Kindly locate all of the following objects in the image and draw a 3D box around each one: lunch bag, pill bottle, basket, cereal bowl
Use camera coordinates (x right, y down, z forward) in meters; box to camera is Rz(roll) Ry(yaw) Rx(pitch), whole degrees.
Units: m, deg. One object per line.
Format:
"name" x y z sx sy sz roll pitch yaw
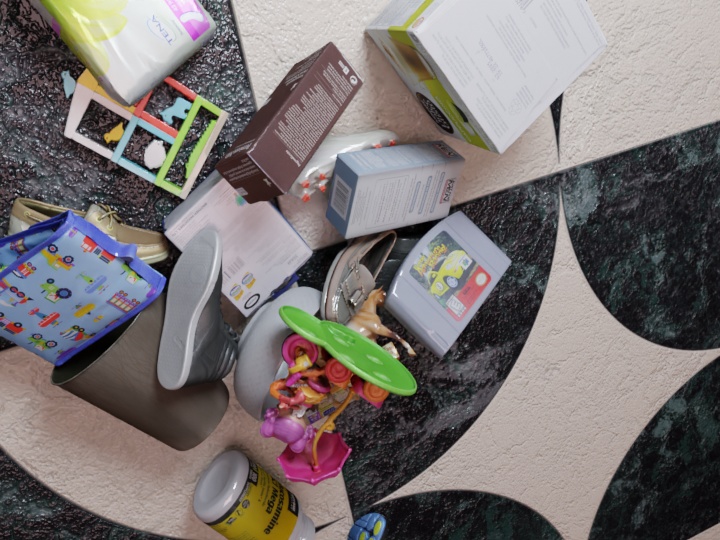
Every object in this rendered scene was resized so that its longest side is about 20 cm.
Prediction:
"lunch bag" -0.346 0.014 0.723 0.195 0.096 0.151 -22 138 19
"pill bottle" -0.165 0.391 0.975 0.112 0.112 0.201 -43 117 -2
"basket" -0.284 0.144 0.838 0.181 0.135 0.201 -47 123 -14
"cereal bowl" -0.120 0.107 0.870 0.082 0.200 0.204 31 96 9

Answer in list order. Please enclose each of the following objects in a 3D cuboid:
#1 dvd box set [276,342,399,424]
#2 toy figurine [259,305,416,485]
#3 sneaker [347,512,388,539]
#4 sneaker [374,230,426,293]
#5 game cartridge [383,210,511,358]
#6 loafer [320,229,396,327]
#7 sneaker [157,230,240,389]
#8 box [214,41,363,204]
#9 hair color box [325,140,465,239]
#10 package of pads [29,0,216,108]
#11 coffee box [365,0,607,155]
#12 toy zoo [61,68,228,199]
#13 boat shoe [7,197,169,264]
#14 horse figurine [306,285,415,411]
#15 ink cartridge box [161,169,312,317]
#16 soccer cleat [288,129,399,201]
"dvd box set" -0.032 0.188 0.952 0.196 0.147 0.030 -28 71 -10
"toy figurine" -0.057 0.171 0.751 0.196 0.150 0.187 29 98 -16
"sneaker" 0.018 0.536 1.125 0.081 0.070 0.206 -1 110 -34
"sneaker" 0.098 -0.003 0.973 0.193 0.060 0.108 5 107 -18
"game cartridge" 0.128 0.011 0.904 0.132 0.041 0.201 40 66 3
"loafer" 0.000 0.000 0.864 0.061 0.203 0.073 2 132 20
"sneaker" -0.201 0.055 0.799 0.099 0.069 0.207 22 78 -60
"box" -0.090 -0.187 0.773 0.075 0.099 0.203 42 63 -28
"hair color box" 0.051 -0.119 0.868 0.196 0.061 0.101 -14 134 -34
"package of pads" -0.285 -0.314 0.699 0.154 0.068 0.201 -44 113 -12
"coffee box" 0.159 -0.312 0.810 0.200 0.198 0.200 -45 118 2
"toy zoo" -0.286 -0.198 0.780 0.197 0.020 0.133 29 96 -26
"boat shoe" -0.345 -0.051 0.778 0.194 0.074 0.068 5 112 -22
"horse figurine" -0.015 0.115 0.875 0.197 0.134 0.050 -33 151 -9
"ink cartridge box" -0.161 -0.035 0.851 0.136 0.076 0.201 -41 115 -2
"soccer cleat" -0.031 -0.167 0.865 0.196 0.078 0.070 -27 153 -25
